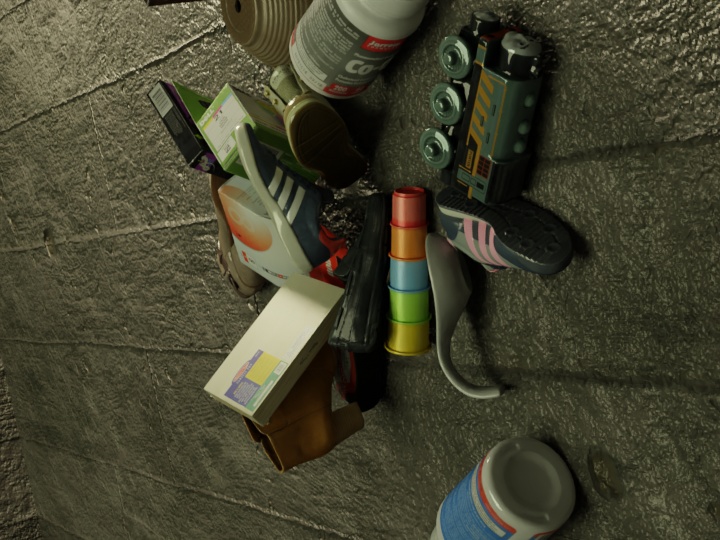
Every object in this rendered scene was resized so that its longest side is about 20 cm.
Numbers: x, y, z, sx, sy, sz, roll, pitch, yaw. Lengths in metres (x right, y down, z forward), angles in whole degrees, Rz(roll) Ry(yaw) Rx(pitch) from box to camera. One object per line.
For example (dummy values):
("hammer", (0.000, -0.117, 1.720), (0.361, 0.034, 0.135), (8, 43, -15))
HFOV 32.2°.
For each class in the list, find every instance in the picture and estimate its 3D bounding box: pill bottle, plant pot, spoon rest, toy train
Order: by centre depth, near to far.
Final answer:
("toy train", (0.133, -0.166, 1.297), (0.114, 0.085, 0.201), (34, 130, 32))
("pill bottle", (0.152, 0.280, 1.413), (0.113, 0.112, 0.200), (62, 146, 22))
("pill bottle", (0.004, -0.291, 1.416), (0.200, 0.113, 0.115), (-42, 66, 57))
("spoon rest", (0.107, 0.054, 1.427), (0.099, 0.060, 0.201), (-11, -98, -76))
("plant pot", (-0.120, -0.348, 1.622), (0.201, 0.092, 0.202), (33, 130, 50))

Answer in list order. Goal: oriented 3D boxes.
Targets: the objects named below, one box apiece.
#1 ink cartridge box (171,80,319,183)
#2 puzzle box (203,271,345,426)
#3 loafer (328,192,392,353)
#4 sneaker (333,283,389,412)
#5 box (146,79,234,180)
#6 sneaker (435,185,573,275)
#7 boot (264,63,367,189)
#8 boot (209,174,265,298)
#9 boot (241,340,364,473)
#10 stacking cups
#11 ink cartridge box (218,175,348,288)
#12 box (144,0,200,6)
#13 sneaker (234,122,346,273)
("ink cartridge box", (-0.149, -0.200, 1.664), (0.076, 0.147, 0.200), (-49, 50, 19))
("puzzle box", (-0.105, 0.097, 1.596), (0.025, 0.200, 0.133), (46, 165, -33))
("loafer", (0.000, 0.000, 1.532), (0.068, 0.070, 0.202), (52, -135, -76))
("sneaker", (-0.015, 0.082, 1.651), (0.108, 0.067, 0.203), (40, 137, 41))
("box", (-0.188, -0.179, 1.715), (0.036, 0.200, 0.143), (-45, 59, 19))
("sneaker", (0.159, -0.028, 1.333), (0.200, 0.070, 0.082), (37, 149, 50))
("boot", (-0.071, -0.198, 1.540), (0.155, 0.072, 0.200), (58, -175, 25))
("boot", (-0.195, -0.059, 1.897), (0.146, 0.070, 0.201), (118, 137, -59))
("boot", (-0.095, 0.150, 1.617), (0.202, 0.143, 0.071), (62, 151, 14))
("stacking cups", (0.061, -0.001, 1.511), (0.060, 0.060, 0.202), (24, 117, 53))
("ink cartridge box", (-0.094, -0.023, 1.657), (0.200, 0.050, 0.163), (36, 156, 29))
("box", (-0.247, -0.491, 1.698), (0.200, 0.165, 0.165), (55, 143, 32))
("sneaker", (-0.084, -0.101, 1.534), (0.201, 0.084, 0.075), (63, 177, -10))
